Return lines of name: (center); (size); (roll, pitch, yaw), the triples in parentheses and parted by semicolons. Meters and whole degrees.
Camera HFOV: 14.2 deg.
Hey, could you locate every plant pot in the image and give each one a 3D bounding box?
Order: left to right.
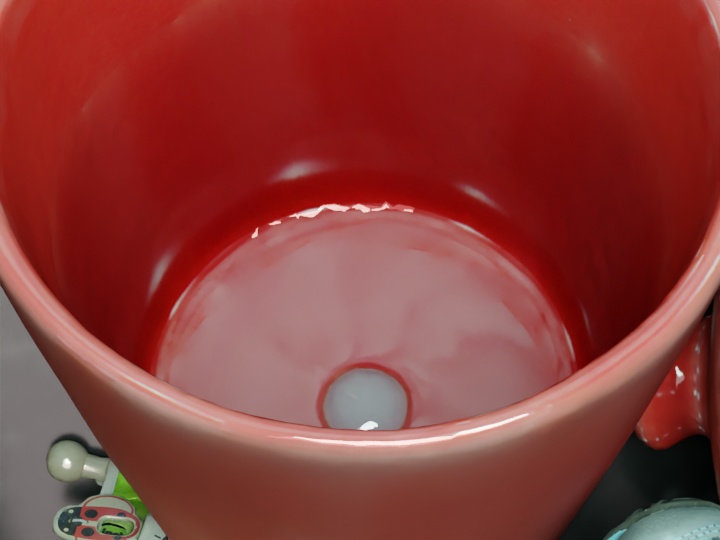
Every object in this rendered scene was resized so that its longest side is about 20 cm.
plant pot: (0.000, 0.000, 0.780); (0.199, 0.178, 0.201); (0, 60, 1)

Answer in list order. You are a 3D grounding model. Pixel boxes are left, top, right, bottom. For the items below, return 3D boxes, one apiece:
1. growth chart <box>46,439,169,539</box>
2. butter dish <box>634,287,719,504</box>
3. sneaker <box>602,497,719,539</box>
growth chart: (-0.032, 0.121, 0.808); (0.144, 0.200, 0.018); (7, 125, 1)
butter dish: (0.147, 0.029, 0.828); (0.147, 0.200, 0.201); (-2, 94, 20)
sneaker: (0.090, 0.154, 0.690); (0.079, 0.096, 0.201); (1, 81, -11)
